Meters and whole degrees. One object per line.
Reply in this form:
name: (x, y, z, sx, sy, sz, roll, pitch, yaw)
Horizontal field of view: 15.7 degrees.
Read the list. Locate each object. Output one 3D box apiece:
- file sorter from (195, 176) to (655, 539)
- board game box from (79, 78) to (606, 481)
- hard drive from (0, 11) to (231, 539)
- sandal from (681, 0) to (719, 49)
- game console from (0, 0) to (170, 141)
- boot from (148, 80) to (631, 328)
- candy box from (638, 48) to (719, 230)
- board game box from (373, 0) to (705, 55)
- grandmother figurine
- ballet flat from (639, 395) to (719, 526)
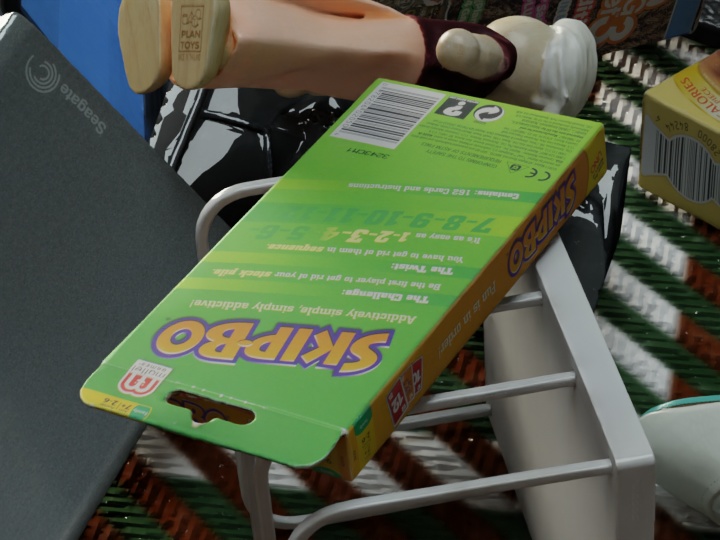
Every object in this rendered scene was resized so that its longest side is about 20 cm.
file sorter: (0.020, 0.067, 0.933, 0.124, 0.139, 0.200, -10, 37, -7)
board game box: (-0.002, 0.002, 0.889, 0.095, 0.030, 0.200, 14, 39, 29)
hard drive: (-0.136, 0.024, 0.956, 0.033, 0.140, 0.200, -9, 43, 48)
sandal: (0.112, -0.151, 1.314, 0.200, 0.045, 0.075, 27, 48, 12)
game console: (-0.076, -0.119, 1.205, 0.170, 0.118, 0.200, -4, 37, -3)
boot: (0.000, -0.001, 1.083, 0.200, 0.066, 0.165, 19, 77, -4)
candy box: (0.233, -0.040, 1.138, 0.117, 0.057, 0.200, -29, 43, -32)
board game box: (0.047, -0.177, 1.224, 0.200, 0.097, 0.160, -15, 53, -25)
grandmother figurine: (0.013, -0.085, 1.027, 0.200, 0.061, 0.121, 3, 8, -35)
ballet flat: (0.196, 0.087, 0.968, 0.200, 0.070, 0.069, 4, 37, 6)
